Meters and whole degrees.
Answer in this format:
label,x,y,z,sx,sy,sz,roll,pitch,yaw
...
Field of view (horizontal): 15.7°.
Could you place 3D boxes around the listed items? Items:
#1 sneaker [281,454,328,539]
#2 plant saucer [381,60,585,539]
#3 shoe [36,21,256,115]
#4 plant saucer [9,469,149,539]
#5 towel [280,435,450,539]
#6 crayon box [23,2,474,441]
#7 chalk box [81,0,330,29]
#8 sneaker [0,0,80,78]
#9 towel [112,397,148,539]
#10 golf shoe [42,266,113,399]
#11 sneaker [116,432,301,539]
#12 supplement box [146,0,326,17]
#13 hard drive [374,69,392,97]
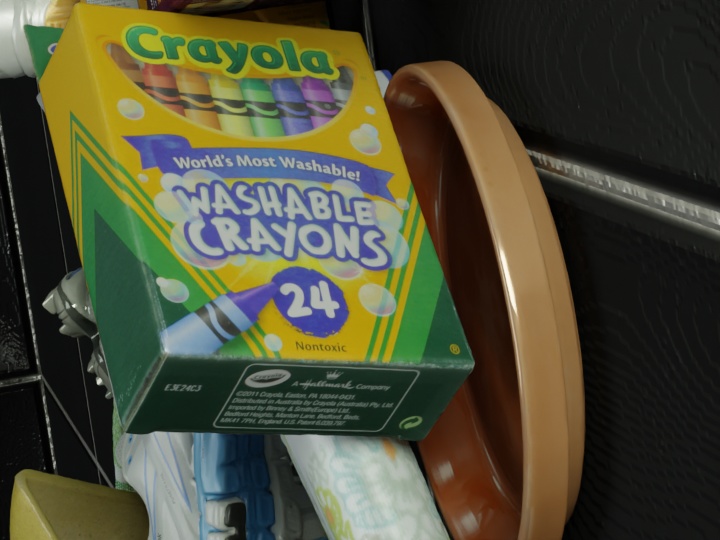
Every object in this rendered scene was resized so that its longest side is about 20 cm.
label,x,y,z,sx,sy,sz,roll,pitch,yaw
sneaker,-0.032,0.101,1.341,0.200,0.075,0.087,-165,71,-76
plant saucer,0.046,0.019,0.998,0.200,0.032,0.201,171,90,-78
shoe,-0.073,-0.069,1.123,0.072,0.091,0.200,55,-176,6
plant saucer,-0.085,0.201,1.297,0.200,0.048,0.200,55,-164,27
towel,0.009,0.101,1.082,0.200,0.048,0.171,76,168,-70
crayon box,-0.046,-0.032,0.994,0.052,0.126,0.200,-58,39,42
chalk box,-0.096,-0.121,1.321,0.200,0.125,0.124,157,103,-76
sneaker,-0.186,-0.145,1.221,0.200,0.088,0.075,-122,23,-63
towel,-0.088,0.079,1.403,0.031,0.149,0.200,20,120,31
golf shoe,-0.043,-0.004,1.107,0.078,0.097,0.200,51,-155,4
sneaker,-0.079,0.062,1.239,0.087,0.075,0.200,0,85,35
supplement box,-0.020,-0.151,0.977,0.200,0.110,0.086,170,91,-78
hard drive,0.000,0.000,1.209,0.200,0.025,0.132,127,132,-74
